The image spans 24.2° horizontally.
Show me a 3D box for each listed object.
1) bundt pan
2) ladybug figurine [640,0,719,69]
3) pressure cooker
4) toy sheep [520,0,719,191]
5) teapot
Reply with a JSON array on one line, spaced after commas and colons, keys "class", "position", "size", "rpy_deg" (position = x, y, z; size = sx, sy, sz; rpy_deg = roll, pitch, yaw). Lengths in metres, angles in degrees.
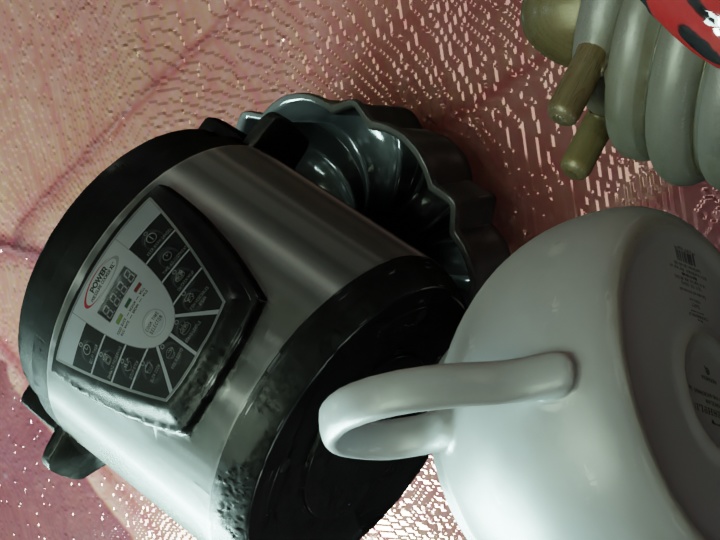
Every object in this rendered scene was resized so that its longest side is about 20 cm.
[{"class": "bundt pan", "position": [0.000, 0.000, 0.917], "size": [0.200, 0.075, 0.204], "rpy_deg": [10, 106, 36]}, {"class": "ladybug figurine", "position": [0.131, -0.145, 0.614], "size": [0.136, 0.071, 0.201], "rpy_deg": [99, 154, -52]}, {"class": "pressure cooker", "position": [-0.069, 0.032, 0.819], "size": [0.199, 0.175, 0.180], "rpy_deg": [34, 136, 28]}, {"class": "toy sheep", "position": [0.162, -0.093, 0.734], "size": [0.199, 0.138, 0.139], "rpy_deg": [22, 114, 21]}, {"class": "teapot", "position": [0.096, 0.075, 0.752], "size": [0.145, 0.198, 0.201], "rpy_deg": [-21, 110, 34]}]
